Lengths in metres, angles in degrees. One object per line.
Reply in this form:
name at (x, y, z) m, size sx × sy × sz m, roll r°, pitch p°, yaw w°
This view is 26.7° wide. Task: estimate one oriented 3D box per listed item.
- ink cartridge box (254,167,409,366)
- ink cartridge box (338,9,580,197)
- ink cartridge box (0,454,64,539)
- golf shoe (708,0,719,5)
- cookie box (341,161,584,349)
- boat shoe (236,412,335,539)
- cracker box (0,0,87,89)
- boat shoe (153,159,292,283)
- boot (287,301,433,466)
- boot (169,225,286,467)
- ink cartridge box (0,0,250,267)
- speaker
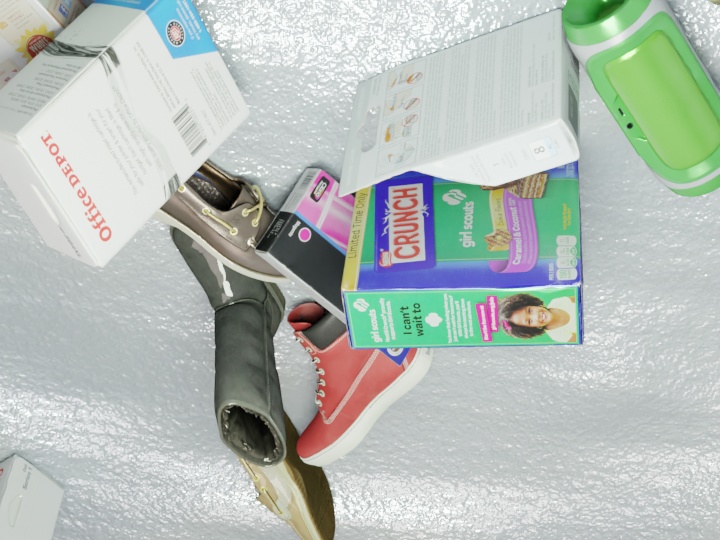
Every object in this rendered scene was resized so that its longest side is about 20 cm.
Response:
ink cartridge box at (0.000, 0.000, 1.435) m, size 0.200 × 0.095 × 0.037 m, roll 40°, pitch 166°, yaw -29°
ink cartridge box at (0.085, -0.126, 1.260) m, size 0.198 × 0.161 × 0.047 m, roll -18°, pitch 128°, yaw 22°
ink cartridge box at (-0.445, 0.322, 1.745) m, size 0.199 × 0.147 × 0.084 m, roll -29°, pitch 125°, yaw 30°
golf shoe at (0.298, -0.298, 1.143) m, size 0.091 × 0.073 × 0.201 m, roll 22°, pitch 121°, yaw -6°
cookie box at (0.091, -0.015, 1.303) m, size 0.197 × 0.172 × 0.076 m, roll -2°, pitch 130°, yaw 9°
boat shoe at (-0.086, 0.229, 1.674) m, size 0.066 × 0.074 × 0.202 m, roll -12°, pitch 120°, yaw 22°
cracker box at (-0.328, -0.226, 1.287) m, size 0.133 × 0.058 × 0.200 m, roll -25°, pitch 126°, yaw 25°
boat shoe at (-0.125, -0.057, 1.412) m, size 0.199 × 0.072 × 0.060 m, roll 31°, pitch 131°, yaw -14°
boot at (-0.039, 0.107, 1.554) m, size 0.143 × 0.073 × 0.200 m, roll 30°, pitch 121°, yaw -20°
boot at (-0.125, 0.061, 1.429) m, size 0.072 × 0.201 × 0.182 m, roll -25°, pitch 126°, yaw 26°
ink cartridge box at (-0.205, -0.127, 1.261) m, size 0.084 × 0.200 × 0.147 m, roll 18°, pitch 146°, yaw 42°
speaker at (0.246, -0.155, 1.267) m, size 0.088 × 0.089 × 0.200 m, roll -23°, pitch 126°, yaw 25°
